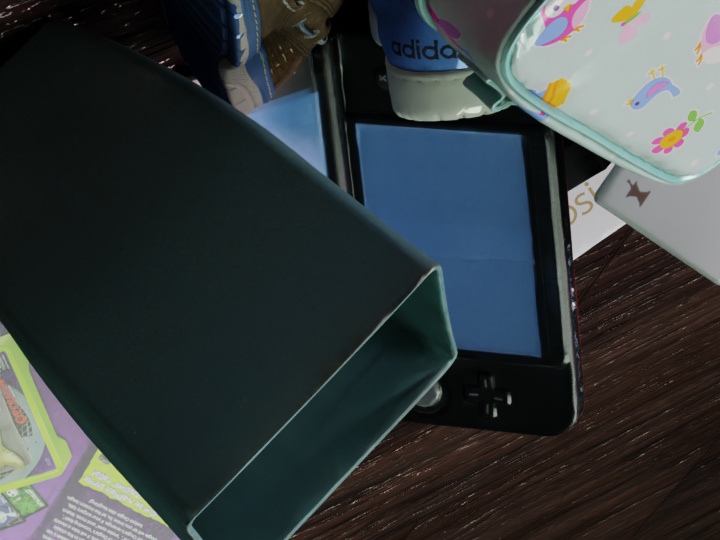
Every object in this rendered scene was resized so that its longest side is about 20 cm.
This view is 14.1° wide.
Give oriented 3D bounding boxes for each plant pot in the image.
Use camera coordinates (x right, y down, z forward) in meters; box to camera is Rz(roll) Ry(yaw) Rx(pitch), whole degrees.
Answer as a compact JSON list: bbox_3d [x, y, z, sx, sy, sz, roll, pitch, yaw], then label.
[{"bbox_3d":[-0.083,0.004,1.201,0.141,0.200,0.141,-46,165,-9],"label":"plant pot"}]

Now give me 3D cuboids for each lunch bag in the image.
[{"bbox_3d":[0.114,-0.121,1.147,0.160,0.077,0.200,-48,146,12],"label":"lunch bag"}]

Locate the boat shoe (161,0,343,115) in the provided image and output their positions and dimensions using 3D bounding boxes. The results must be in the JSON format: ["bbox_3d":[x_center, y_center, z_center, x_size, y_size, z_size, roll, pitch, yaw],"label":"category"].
[{"bbox_3d":[-0.044,-0.124,1.192,0.072,0.072,0.200,-37,174,-7],"label":"boat shoe"}]

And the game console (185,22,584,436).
[{"bbox_3d":[0.000,0.000,1.336,0.119,0.171,0.201,-44,134,-55],"label":"game console"}]

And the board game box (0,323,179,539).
[{"bbox_3d":[-0.162,0.080,1.296,0.199,0.032,0.120,30,94,-29],"label":"board game box"}]

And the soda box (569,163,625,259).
[{"bbox_3d":[0.072,-0.023,1.561,0.200,0.064,0.068,-36,-166,1],"label":"soda box"}]

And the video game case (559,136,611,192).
[{"bbox_3d":[0.087,-0.069,1.459,0.180,0.026,0.200,-32,-166,39],"label":"video game case"}]

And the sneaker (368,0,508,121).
[{"bbox_3d":[0.033,-0.144,1.257,0.076,0.112,0.200,-5,-161,4],"label":"sneaker"}]

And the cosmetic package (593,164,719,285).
[{"bbox_3d":[0.166,-0.057,1.358,0.102,0.071,0.200,-56,177,6],"label":"cosmetic package"}]
